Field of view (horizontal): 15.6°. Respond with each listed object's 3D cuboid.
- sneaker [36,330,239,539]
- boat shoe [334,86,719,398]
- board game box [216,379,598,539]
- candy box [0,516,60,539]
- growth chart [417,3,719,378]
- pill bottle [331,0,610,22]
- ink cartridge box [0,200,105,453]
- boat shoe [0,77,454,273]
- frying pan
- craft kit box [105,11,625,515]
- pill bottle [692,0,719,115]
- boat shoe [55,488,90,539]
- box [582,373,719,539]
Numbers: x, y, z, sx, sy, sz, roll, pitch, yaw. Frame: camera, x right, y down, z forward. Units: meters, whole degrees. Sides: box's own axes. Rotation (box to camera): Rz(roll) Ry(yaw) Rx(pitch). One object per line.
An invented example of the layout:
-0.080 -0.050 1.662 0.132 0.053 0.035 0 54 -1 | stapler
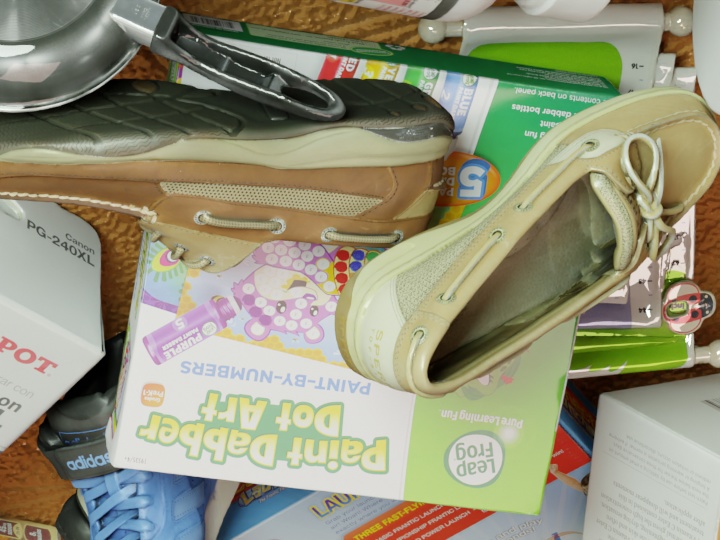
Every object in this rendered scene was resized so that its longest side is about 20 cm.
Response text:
-0.111 0.114 1.210 0.076 0.201 0.111 -15 130 26 | sneaker
0.083 -0.010 1.093 0.200 0.063 0.074 -29 120 -24 | boat shoe
0.045 0.135 1.349 0.199 0.056 0.196 -30 130 17 | board game box
-0.247 0.165 1.286 0.199 0.116 0.055 14 128 -21 | candy box
0.095 -0.033 1.202 0.144 0.018 0.201 -10 116 -4 | growth chart
0.005 -0.161 1.031 0.199 0.116 0.116 10 130 -17 | pill bottle
-0.231 0.037 1.194 0.145 0.084 0.200 30 121 -31 | ink cartridge box
-0.059 -0.034 1.075 0.199 0.076 0.074 -1 112 -9 | boat shoe
-0.110 -0.093 1.040 0.115 0.190 0.031 -43 163 -17 | frying pan
0.000 0.000 1.155 0.199 0.049 0.199 7 108 -11 | craft kit box
0.251 -0.108 1.124 0.199 0.115 0.115 3 132 -12 | pill bottle
-0.094 0.175 1.349 0.063 0.074 0.201 -35 133 11 | boat shoe
0.182 0.161 1.297 0.124 0.097 0.201 -8 112 -33 | box
